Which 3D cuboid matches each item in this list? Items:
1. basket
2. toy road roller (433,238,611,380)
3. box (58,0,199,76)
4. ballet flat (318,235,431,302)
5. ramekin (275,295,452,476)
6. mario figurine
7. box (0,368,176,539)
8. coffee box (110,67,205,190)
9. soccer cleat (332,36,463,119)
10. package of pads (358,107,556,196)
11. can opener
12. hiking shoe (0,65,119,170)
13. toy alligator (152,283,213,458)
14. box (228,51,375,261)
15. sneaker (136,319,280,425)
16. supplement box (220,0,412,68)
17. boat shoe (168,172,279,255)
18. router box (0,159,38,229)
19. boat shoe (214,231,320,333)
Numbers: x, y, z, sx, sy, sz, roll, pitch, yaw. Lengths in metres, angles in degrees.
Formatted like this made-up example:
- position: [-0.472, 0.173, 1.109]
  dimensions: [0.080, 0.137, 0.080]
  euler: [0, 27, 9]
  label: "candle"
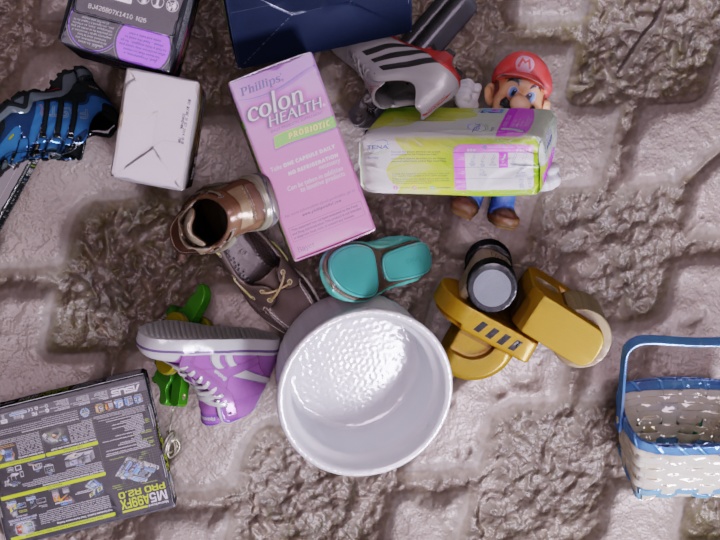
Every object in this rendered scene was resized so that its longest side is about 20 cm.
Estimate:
- position: [0.374, 0.161, 1.608]
  dimensions: [0.175, 0.140, 0.201]
  euler: [2, 124, -6]
  label: "basket"
- position: [0.175, 0.068, 1.606]
  dimensions: [0.199, 0.123, 0.147]
  euler: [29, 105, -5]
  label: "toy road roller"
- position: [-0.243, -0.271, 1.494]
  dimensions: [0.121, 0.200, 0.107]
  euler: [15, 92, -7]
  label: "box"
- position: [0.000, 0.000, 1.560]
  dimensions: [0.070, 0.199, 0.068]
  euler: [-8, 91, 37]
  label: "ballet flat"
- position: [-0.003, 0.122, 1.578]
  dimensions: [0.199, 0.098, 0.202]
  euler: [-4, 110, -11]
  label: "ramekin"
- position: [0.165, -0.150, 1.590]
  dimensions: [0.123, 0.106, 0.202]
  euler: [6, 103, -40]
  label: "mario figurine"
- position: [-0.325, 0.214, 1.599]
  dimensions: [0.198, 0.044, 0.162]
  euler: [-14, 96, -4]
  label: "box"
- position: [-0.216, -0.150, 1.506]
  dimensions: [0.079, 0.200, 0.115]
  euler: [10, 93, -5]
  label: "coffee box"
- position: [0.024, -0.223, 1.541]
  dimensions: [0.085, 0.199, 0.069]
  euler: [-50, 141, -17]
  label: "soccer cleat"
- position: [0.106, -0.129, 1.499]
  dimensions: [0.198, 0.155, 0.069]
  euler: [1, 109, 13]
  label: "package of pads"
- position: [0.065, -0.233, 1.613]
  dimensions: [0.200, 0.053, 0.067]
  euler: [-49, 129, -1]
  label: "can opener"
- position: [-0.338, -0.151, 1.508]
  dimensions: [0.087, 0.074, 0.200]
  euler: [44, 49, 4]
  label: "hiking shoe"
- position: [-0.215, 0.111, 1.599]
  dimensions: [0.054, 0.059, 0.202]
  euler: [12, 90, 34]
  label: "toy alligator"
- position: [-0.067, -0.125, 1.535]
  dimensions: [0.096, 0.176, 0.201]
  euler: [-21, 95, -3]
  label: "box"
- position: [-0.174, 0.120, 1.551]
  dimensions: [0.200, 0.072, 0.115]
  euler: [10, 99, -47]
  label: "sneaker"
- position: [-0.063, -0.353, 1.495]
  dimensions: [0.198, 0.135, 0.201]
  euler: [-12, 57, -5]
  label: "supplement box"
- position: [-0.163, -0.055, 1.490]
  dimensions: [0.071, 0.200, 0.076]
  euler: [-23, 89, -35]
  label: "boat shoe"
- position: [-0.477, -0.115, 1.551]
  dimensions: [0.199, 0.062, 0.151]
  euler: [30, 91, -7]
  label: "router box"
- position: [-0.111, 0.003, 1.598]
  dimensions: [0.072, 0.060, 0.200]
  euler: [-39, 97, -2]
  label: "boat shoe"
